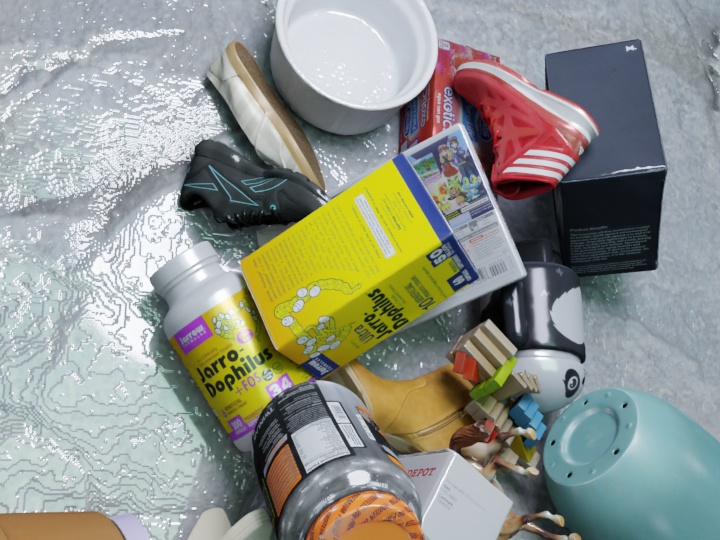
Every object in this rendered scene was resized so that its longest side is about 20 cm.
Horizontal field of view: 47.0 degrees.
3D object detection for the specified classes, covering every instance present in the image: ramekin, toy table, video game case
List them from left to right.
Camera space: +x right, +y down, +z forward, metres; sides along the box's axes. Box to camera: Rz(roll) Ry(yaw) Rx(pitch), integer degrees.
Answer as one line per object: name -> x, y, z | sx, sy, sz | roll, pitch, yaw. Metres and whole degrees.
toy table -> -0.147, 0.294, 0.739 | 0.116, 0.185, 0.201 | -6, 46, -31
ramekin -> -0.015, -0.264, 0.997 | 0.197, 0.098, 0.204 | 5, 72, -17
video game case -> 0.062, -0.038, 0.933 | 0.023, 0.198, 0.184 | -3, 70, -68

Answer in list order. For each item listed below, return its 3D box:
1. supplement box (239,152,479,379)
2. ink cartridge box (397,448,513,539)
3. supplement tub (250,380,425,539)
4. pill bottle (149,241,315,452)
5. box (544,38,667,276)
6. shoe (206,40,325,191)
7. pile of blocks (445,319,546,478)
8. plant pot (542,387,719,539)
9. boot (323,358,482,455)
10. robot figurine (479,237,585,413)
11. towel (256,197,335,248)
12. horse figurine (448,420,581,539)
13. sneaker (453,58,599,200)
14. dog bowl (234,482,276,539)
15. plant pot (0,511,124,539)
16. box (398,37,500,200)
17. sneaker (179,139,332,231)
supplement box -> 0.000, 0.000, 0.825 | 0.199, 0.109, 0.110 | -33, 59, 7
ink cartridge box -> 0.038, 0.277, 0.765 | 0.084, 0.146, 0.201 | 39, 63, -11
supplement tub -> -0.022, 0.189, 0.712 | 0.121, 0.200, 0.124 | -5, 110, -15
pill bottle -> -0.132, 0.074, 0.844 | 0.104, 0.104, 0.201 | -33, 88, -28
box -> 0.292, -0.132, 1.005 | 0.121, 0.199, 0.202 | -5, 56, 12
shoe -> -0.108, -0.167, 0.963 | 0.053, 0.070, 0.201 | -32, 93, 15
pile of blocks -> 0.154, 0.155, 0.899 | 0.062, 0.081, 0.202 | -45, 117, -42
plant pot -> 0.297, 0.226, 0.912 | 0.161, 0.200, 0.202 | 43, 62, -19
boot -> 0.053, 0.140, 0.930 | 0.144, 0.071, 0.203 | -36, 95, -33
robot figurine -> 0.204, 0.066, 0.977 | 0.148, 0.125, 0.203 | 11, 67, -21
towel -> -0.010, -0.019, 0.915 | 0.198, 0.034, 0.134 | -22, 80, 9
horse figurine -> 0.145, 0.238, 0.883 | 0.050, 0.131, 0.202 | -43, 111, -51
sneaker -> 0.153, -0.154, 0.915 | 0.116, 0.199, 0.078 | -54, 137, 0
dog bowl -> -0.032, 0.290, 0.847 | 0.197, 0.059, 0.203 | 7, 71, -22
plant pot -> -0.271, 0.287, 0.681 | 0.139, 0.199, 0.203 | -4, 75, -41
box -> 0.109, -0.169, 1.026 | 0.094, 0.100, 0.203 | 11, 69, -20
sneaker -> -0.109, -0.073, 0.890 | 0.198, 0.076, 0.080 | 22, 74, 26
